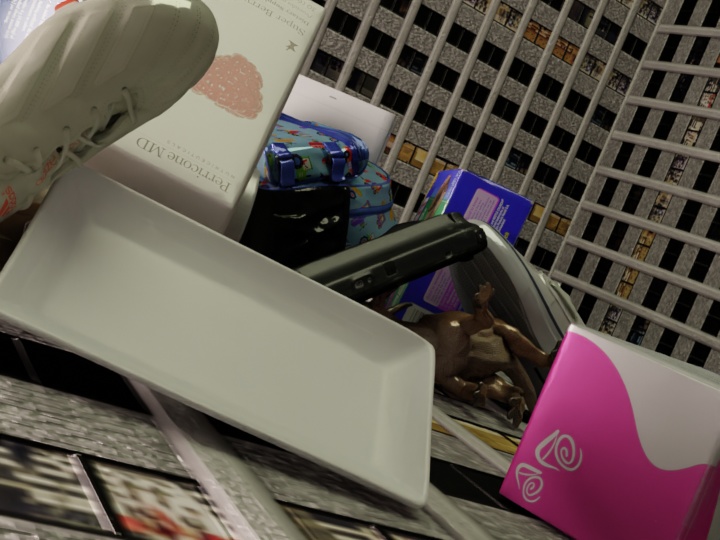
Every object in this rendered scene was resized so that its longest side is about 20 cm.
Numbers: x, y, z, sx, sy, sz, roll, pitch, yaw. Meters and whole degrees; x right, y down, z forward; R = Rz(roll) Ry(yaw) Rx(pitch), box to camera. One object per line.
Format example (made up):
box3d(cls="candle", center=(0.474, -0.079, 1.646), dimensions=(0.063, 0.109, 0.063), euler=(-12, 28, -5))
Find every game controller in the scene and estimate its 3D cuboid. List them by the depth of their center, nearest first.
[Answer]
box3d(cls="game controller", center=(0.000, 0.000, 0.764), dimensions=(0.199, 0.042, 0.104), euler=(-21, 5, -40))

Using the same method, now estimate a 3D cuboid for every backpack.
box3d(cls="backpack", center=(-0.054, -0.069, 0.957), dimensions=(0.199, 0.136, 0.182), euler=(-8, 23, -38))

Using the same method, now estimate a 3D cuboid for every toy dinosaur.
box3d(cls="toy dinosaur", center=(0.073, 0.056, 0.826), dimensions=(0.199, 0.086, 0.135), euler=(27, -6, -38))

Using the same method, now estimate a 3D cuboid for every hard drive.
box3d(cls="hard drive", center=(-0.060, -0.090, 1.084), dimensions=(0.131, 0.201, 0.026), euler=(23, 4, 8))

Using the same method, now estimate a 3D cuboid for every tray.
box3d(cls="tray", center=(-0.057, 0.031, 0.466), dimensions=(0.199, 0.022, 0.108), euler=(27, 35, -14))

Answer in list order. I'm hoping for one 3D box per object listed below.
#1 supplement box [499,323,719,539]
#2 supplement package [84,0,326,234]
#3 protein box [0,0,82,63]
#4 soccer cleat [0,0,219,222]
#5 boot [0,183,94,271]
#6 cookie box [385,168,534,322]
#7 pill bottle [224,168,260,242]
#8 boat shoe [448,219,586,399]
box3d(cls="supplement box", center=(0.181, 0.107, 0.590), dimensions=(0.103, 0.102, 0.199), euler=(26, 4, 37))
box3d(cls="supplement package", center=(-0.119, -0.101, 0.687), dimensions=(0.121, 0.201, 0.120), euler=(26, -40, -9))
box3d(cls="protein box", center=(-0.423, -0.264, 1.306), dimensions=(0.199, 0.200, 0.135), euler=(25, 5, 15))
box3d(cls="soccer cleat", center=(-0.145, -0.054, 0.438), dimensions=(0.078, 0.199, 0.070), euler=(57, -13, 36))
box3d(cls="boot", center=(-0.193, -0.032, 0.544), dimensions=(0.199, 0.071, 0.146), euler=(29, 2, -5))
box3d(cls="cookie box", center=(0.077, -0.005, 0.991), dimensions=(0.075, 0.172, 0.200), euler=(26, 3, -4))
box3d(cls="pill bottle", center=(-0.183, -0.071, 0.786), dimensions=(0.199, 0.110, 0.110), euler=(22, 4, -15))
box3d(cls="boat shoe", center=(0.143, 0.039, 0.876), dimensions=(0.073, 0.067, 0.201), euler=(-21, -79, 52))
